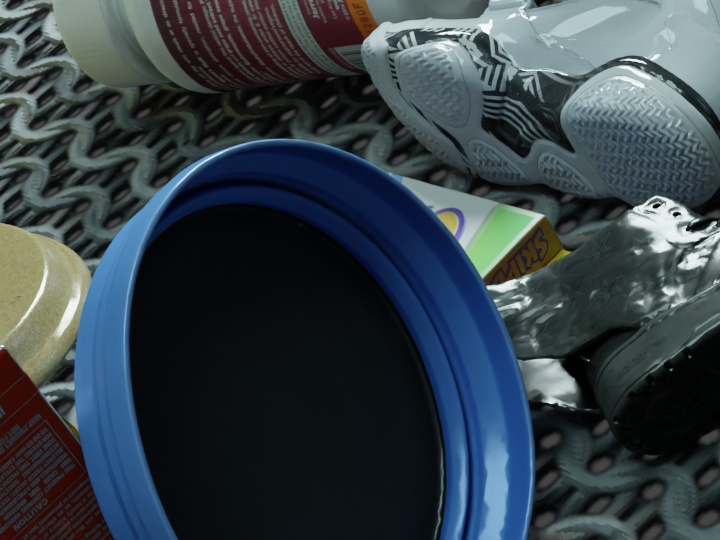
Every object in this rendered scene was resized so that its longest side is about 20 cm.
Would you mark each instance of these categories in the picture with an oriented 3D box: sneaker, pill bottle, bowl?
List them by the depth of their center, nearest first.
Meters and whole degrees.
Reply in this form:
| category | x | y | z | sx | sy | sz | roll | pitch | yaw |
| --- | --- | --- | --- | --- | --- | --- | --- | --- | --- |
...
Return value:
| category | x | y | z | sx | sy | sz | roll | pitch | yaw |
| --- | --- | --- | --- | --- | --- | --- | --- | --- | --- |
| bowl | -0.019 | 0.053 | 1.050 | 0.039 | 0.201 | 0.201 | -21 | 30 | 43 |
| sneaker | 0.136 | 0.000 | 1.117 | 0.200 | 0.060 | 0.104 | -32 | 37 | 4 |
| sneaker | 0.100 | -0.094 | 1.263 | 0.200 | 0.075 | 0.115 | 17 | 55 | 43 |
| pill bottle | -0.044 | -0.143 | 1.405 | 0.200 | 0.110 | 0.110 | -5 | 41 | 33 |

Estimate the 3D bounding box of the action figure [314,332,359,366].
| category | x | y | z | sx | sy | sz | roll | pitch | yaw |
| --- | --- | --- | --- | --- | --- | --- | --- | --- | --- |
| action figure | -0.043 | 0.039 | 1.161 | 0.130 | 0.069 | 0.200 | -35 | 29 | 42 |

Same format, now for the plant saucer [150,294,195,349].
| category | x | y | z | sx | sy | sz | roll | pitch | yaw |
| --- | --- | --- | --- | --- | --- | --- | --- | --- | --- |
| plant saucer | -0.087 | 0.035 | 1.145 | 0.200 | 0.019 | 0.070 | -138 | 67 | -82 |

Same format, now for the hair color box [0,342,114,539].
| category | x | y | z | sx | sy | sz | roll | pitch | yaw |
| --- | --- | --- | --- | --- | --- | --- | --- | --- | --- |
| hair color box | -0.120 | 0.096 | 1.062 | 0.064 | 0.200 | 0.111 | -41 | 34 | -13 |

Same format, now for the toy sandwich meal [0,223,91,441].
| category | x | y | z | sx | sy | sz | roll | pitch | yaw |
| --- | --- | --- | --- | --- | --- | --- | --- | --- | --- |
| toy sandwich meal | -0.194 | 0.057 | 1.184 | 0.205 | 0.070 | 0.205 | -17 | 28 | 9 |

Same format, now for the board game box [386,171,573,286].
| category | x | y | z | sx | sy | sz | roll | pitch | yaw |
| --- | --- | --- | --- | --- | --- | --- | --- | --- | --- |
| board game box | 0.000 | 0.000 | 1.259 | 0.096 | 0.030 | 0.200 | -46 | 38 | -21 |
